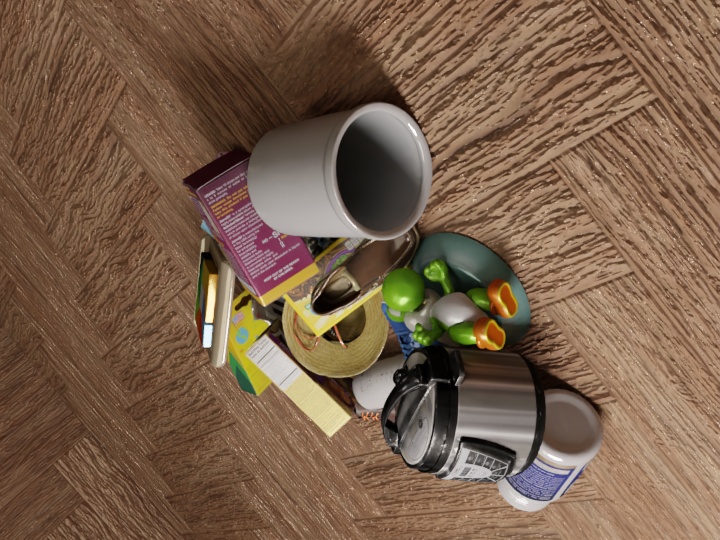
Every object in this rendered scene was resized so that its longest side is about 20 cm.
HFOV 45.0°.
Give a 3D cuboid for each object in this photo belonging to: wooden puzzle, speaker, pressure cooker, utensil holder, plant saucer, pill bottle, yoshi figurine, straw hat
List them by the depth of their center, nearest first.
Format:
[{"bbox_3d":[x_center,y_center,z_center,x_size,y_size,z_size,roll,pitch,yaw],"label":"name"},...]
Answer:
[{"bbox_3d":[-0.032,-0.125,1.153,0.199,0.170,0.171,1,126,51],"label":"utensil holder"},{"bbox_3d":[0.102,0.044,1.171,0.199,0.112,0.113,5,104,44],"label":"yoshi figurine"},{"bbox_3d":[0.127,0.191,1.178,0.179,0.199,0.177,-170,88,-73],"label":"pressure cooker"},{"bbox_3d":[0.147,0.038,1.240,0.199,0.036,0.201,29,143,25],"label":"plant saucer"},{"bbox_3d":[0.269,0.269,1.271,0.115,0.116,0.201,35,145,17],"label":"pill bottle"},{"bbox_3d":[-0.023,0.076,1.417,0.200,0.085,0.202,1,92,30],"label":"straw hat"},{"bbox_3d":[0.068,0.179,1.437,0.081,0.081,0.200,52,146,-8],"label":"speaker"},{"bbox_3d":[-0.263,0.048,1.510,0.200,0.037,0.186,-140,55,-63],"label":"wooden puzzle"}]

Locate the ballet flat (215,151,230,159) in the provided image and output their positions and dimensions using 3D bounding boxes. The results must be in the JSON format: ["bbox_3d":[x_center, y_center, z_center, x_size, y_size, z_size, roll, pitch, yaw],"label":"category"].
[{"bbox_3d":[-0.204,-0.090,1.409,0.069,0.071,0.201,-1,111,32],"label":"ballet flat"}]

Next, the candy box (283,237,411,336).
[{"bbox_3d":[-0.026,0.010,1.332,0.200,0.026,0.102,-38,98,27],"label":"candy box"}]

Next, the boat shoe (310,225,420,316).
[{"bbox_3d":[0.004,0.005,1.261,0.075,0.075,0.202,46,118,-3],"label":"boat shoe"}]

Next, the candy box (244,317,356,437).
[{"bbox_3d":[-0.097,0.178,1.473,0.200,0.056,0.117,46,-169,-3],"label":"candy box"}]

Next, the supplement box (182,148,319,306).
[{"bbox_3d":[-0.163,-0.066,1.283,0.201,0.103,0.131,62,168,-21],"label":"supplement box"}]

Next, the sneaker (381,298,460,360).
[{"bbox_3d":[0.085,0.135,1.295,0.200,0.111,0.077,45,162,-16],"label":"sneaker"}]

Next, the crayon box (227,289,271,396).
[{"bbox_3d":[-0.202,0.119,1.638,0.051,0.127,0.201,12,132,40],"label":"crayon box"}]

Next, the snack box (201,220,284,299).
[{"bbox_3d":[-0.175,-0.058,1.477,0.200,0.037,0.116,40,131,11],"label":"snack box"}]

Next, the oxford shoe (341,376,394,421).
[{"bbox_3d":[0.033,0.251,1.558,0.199,0.073,0.071,22,140,33],"label":"oxford shoe"}]

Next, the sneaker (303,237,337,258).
[{"bbox_3d":[-0.111,-0.102,1.348,0.090,0.078,0.201,14,134,45],"label":"sneaker"}]

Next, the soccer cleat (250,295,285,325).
[{"bbox_3d":[-0.172,0.045,1.562,0.068,0.085,0.201,-6,121,51],"label":"soccer cleat"}]
